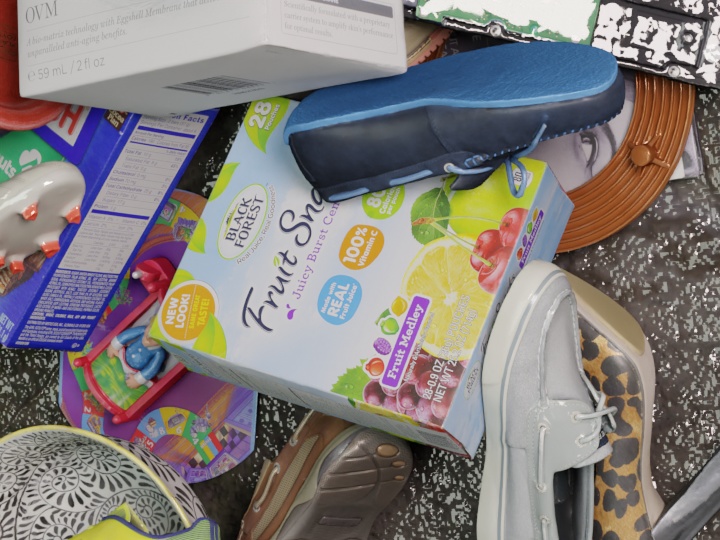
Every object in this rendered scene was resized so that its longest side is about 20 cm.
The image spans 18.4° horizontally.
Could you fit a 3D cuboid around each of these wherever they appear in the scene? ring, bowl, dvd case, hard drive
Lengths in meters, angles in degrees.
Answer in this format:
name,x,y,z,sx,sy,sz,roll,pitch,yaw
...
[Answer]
name,x,y,z,sx,sy,sz,roll,pitch,yaw
ring,0.101,-0.109,1.318,0.200,0.019,0.201,4,98,28
bowl,-0.163,0.188,1.461,0.200,0.094,0.201,6,104,26
dvd case,0.101,-0.116,1.337,0.200,0.016,0.149,-8,91,28
hard drive,0.130,-0.188,1.247,0.200,0.038,0.140,12,94,-4

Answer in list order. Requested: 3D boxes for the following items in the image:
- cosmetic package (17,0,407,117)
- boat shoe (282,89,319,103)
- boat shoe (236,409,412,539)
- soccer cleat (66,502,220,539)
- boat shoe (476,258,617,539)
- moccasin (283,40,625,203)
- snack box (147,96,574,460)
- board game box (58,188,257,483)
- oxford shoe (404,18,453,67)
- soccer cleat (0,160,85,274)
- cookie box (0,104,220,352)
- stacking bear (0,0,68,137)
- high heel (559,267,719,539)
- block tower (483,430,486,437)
name,x,y,z,sx,sy,sz,roll,pitch,yaw
cosmetic package,-0.088,-0.202,1.250,0.199,0.123,0.200,-7,82,41
boat shoe,-0.043,-0.189,1.363,0.074,0.073,0.200,-28,74,28
boat shoe,-0.034,0.150,1.414,0.200,0.076,0.072,-53,42,31
soccer cleat,-0.167,0.187,1.386,0.200,0.065,0.084,-4,70,32
boat shoe,0.113,0.090,1.260,0.071,0.070,0.201,18,121,29
moccasin,0.057,-0.080,1.238,0.200,0.080,0.068,-5,120,29
snack box,0.000,0.000,1.299,0.200,0.068,0.169,15,73,27
board game box,-0.143,0.045,1.468,0.158,0.039,0.200,8,99,27
oxford shoe,0.036,-0.199,1.301,0.071,0.074,0.200,31,90,45
soccer cleat,-0.249,-0.022,1.395,0.200,0.069,0.078,-38,65,33
cookie box,-0.209,-0.076,1.454,0.171,0.075,0.200,43,113,31
stacking bear,-0.271,-0.128,1.396,0.200,0.121,0.114,-9,73,48
high heel,0.124,0.094,1.316,0.200,0.071,0.143,43,109,9
block tower,0.002,0.032,1.367,0.200,0.054,0.058,30,147,26
